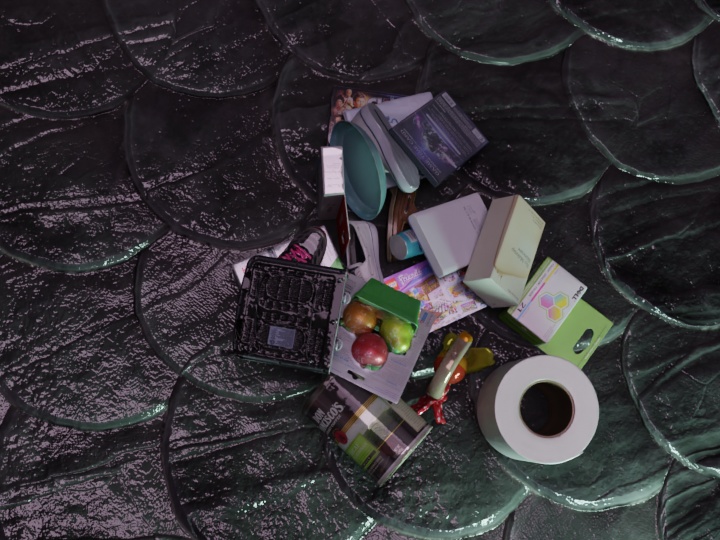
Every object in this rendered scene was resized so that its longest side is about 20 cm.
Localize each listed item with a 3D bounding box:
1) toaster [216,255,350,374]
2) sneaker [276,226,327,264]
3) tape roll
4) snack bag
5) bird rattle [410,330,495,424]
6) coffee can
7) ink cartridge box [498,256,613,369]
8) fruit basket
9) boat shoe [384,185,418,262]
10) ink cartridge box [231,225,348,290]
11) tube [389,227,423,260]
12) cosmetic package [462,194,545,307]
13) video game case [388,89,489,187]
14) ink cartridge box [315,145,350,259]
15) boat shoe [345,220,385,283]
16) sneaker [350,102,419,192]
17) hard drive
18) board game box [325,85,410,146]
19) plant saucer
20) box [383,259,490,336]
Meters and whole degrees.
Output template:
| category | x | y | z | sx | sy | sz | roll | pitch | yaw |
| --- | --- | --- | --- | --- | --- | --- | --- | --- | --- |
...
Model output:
| category | x | y | z | sx | sy | sz | roll | pitch | yaw |
| --- | --- | --- | --- | --- | --- | --- | --- | --- | --- |
| toaster | -0.124 | 0.075 | 1.409 | 0.200 | 0.119 | 0.181 | 9 | 87 | 4 |
| sneaker | -0.131 | -0.004 | 1.519 | 0.074 | 0.087 | 0.200 | 42 | 79 | 3 |
| tape roll | 0.337 | 0.267 | 1.582 | 0.202 | 0.139 | 0.203 | 1 | 80 | -7 |
| snack bag | 0.083 | -0.265 | 1.665 | 0.200 | 0.021 | 0.189 | -17 | 76 | -12 |
| bird rattle | 0.161 | 0.194 | 1.574 | 0.113 | 0.163 | 0.200 | 37 | 68 | 20 |
| coffee can | 0.013 | 0.276 | 1.525 | 0.200 | 0.146 | 0.146 | 41 | 78 | 12 |
| ink cartridge box | 0.404 | 0.093 | 1.653 | 0.200 | 0.076 | 0.148 | 38 | 78 | 3 |
| fruit basket | 0.022 | 0.124 | 1.514 | 0.185 | 0.094 | 0.200 | 25 | 65 | 4 |
| boat shoe | 0.087 | -0.113 | 1.657 | 0.068 | 0.072 | 0.200 | 6 | 79 | -4 |
| ink cartridge box | -0.134 | 0.021 | 1.602 | 0.200 | 0.083 | 0.147 | -24 | 83 | -9 |
| tube | 0.147 | -0.071 | 1.643 | 0.200 | 0.050 | 0.078 | -19 | 87 | -36 |
| cosmetic package | 0.286 | -0.038 | 1.625 | 0.104 | 0.073 | 0.200 | 39 | 60 | -32 |
| video game case | 0.160 | -0.267 | 1.641 | 0.143 | 0.019 | 0.200 | 50 | 52 | -1 |
| ink cartridge box | -0.055 | -0.124 | 1.577 | 0.045 | 0.200 | 0.177 | -4 | 80 | -6 |
| boat shoe | 0.000 | 0.000 | 1.618 | 0.065 | 0.074 | 0.200 | 3 | 72 | -45 |
| sneaker | 0.046 | -0.228 | 1.604 | 0.073 | 0.071 | 0.200 | -6 | 64 | -50 |
| hard drive | 0.194 | -0.073 | 1.635 | 0.200 | 0.025 | 0.132 | -21 | 82 | -41 |
| board game box | 0.033 | -0.301 | 1.704 | 0.200 | 0.035 | 0.136 | 6 | 79 | -5 |
| plant saucer | -0.001 | -0.197 | 1.601 | 0.027 | 0.200 | 0.200 | -20 | 82 | -22 |
| box | 0.152 | 0.045 | 1.652 | 0.200 | 0.039 | 0.137 | -23 | 83 | -10 |
